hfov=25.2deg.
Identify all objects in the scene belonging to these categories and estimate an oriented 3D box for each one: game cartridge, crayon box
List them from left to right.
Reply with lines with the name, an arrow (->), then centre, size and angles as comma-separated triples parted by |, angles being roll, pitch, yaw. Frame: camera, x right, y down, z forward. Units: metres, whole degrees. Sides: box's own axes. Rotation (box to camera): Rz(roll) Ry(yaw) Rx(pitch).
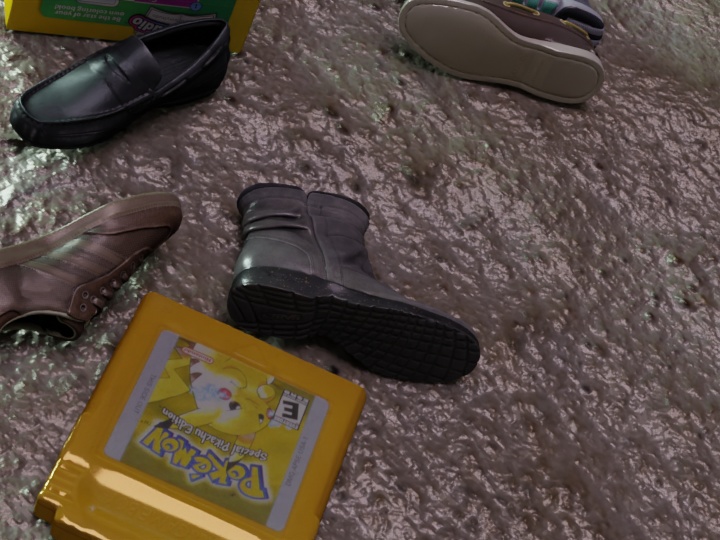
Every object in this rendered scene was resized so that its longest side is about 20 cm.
crayon box -> -0.169, -0.259, 1.276 | 0.199, 0.173, 0.059 | 3, 53, -22
game cartridge -> -0.102, 0.123, 1.078 | 0.175, 0.033, 0.201 | 24, 45, -3

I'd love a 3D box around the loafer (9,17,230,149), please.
loafer -> -0.183, -0.151, 1.249 | 0.200, 0.071, 0.068 | -27, 65, -38

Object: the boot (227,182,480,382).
boot -> 0.000, 0.000, 1.207 | 0.199, 0.070, 0.132 | 20, 41, -13

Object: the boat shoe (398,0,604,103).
boat shoe -> 0.124, -0.209, 1.437 | 0.199, 0.072, 0.060 | 15, 41, -16

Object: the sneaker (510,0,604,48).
sneaker -> 0.129, -0.261, 1.493 | 0.199, 0.075, 0.088 | 22, 35, -20

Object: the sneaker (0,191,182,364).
sneaker -> -0.200, 0.010, 1.121 | 0.199, 0.070, 0.076 | -24, 83, -34
